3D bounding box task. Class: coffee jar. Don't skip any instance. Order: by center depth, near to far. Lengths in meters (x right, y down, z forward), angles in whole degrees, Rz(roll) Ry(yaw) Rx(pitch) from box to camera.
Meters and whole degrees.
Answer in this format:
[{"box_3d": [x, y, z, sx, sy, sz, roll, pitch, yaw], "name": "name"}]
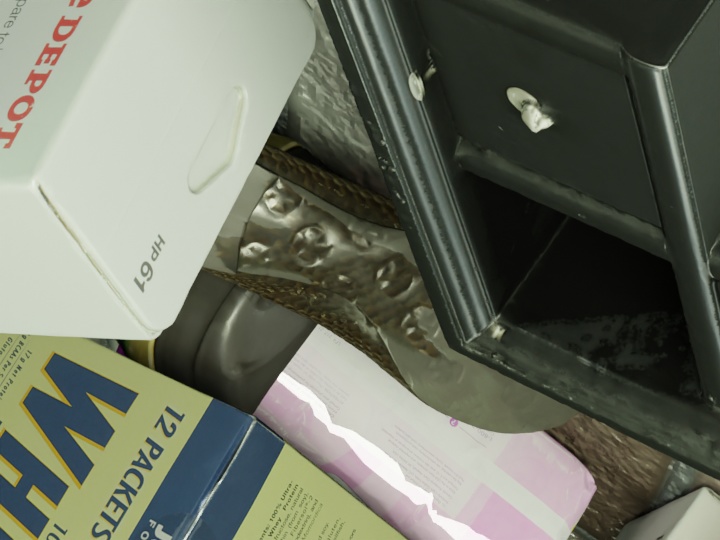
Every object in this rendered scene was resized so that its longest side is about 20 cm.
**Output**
[{"box_3d": [-0.098, -0.032, 1.025, 0.199, 0.105, 0.085, 31, 161, 15], "name": "coffee jar"}]

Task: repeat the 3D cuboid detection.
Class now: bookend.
[{"box_3d": [0.107, -0.025, 0.704, 0.199, 0.092, 0.199, 26, 157, 27], "name": "bookend"}]

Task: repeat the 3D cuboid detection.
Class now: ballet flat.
[{"box_3d": [0.000, 0.000, 0.956, 0.199, 0.068, 0.046, 24, -170, -21], "name": "ballet flat"}]

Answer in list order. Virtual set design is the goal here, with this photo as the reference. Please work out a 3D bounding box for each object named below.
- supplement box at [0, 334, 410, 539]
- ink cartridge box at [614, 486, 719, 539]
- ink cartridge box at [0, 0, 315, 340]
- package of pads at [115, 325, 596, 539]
[{"box_3d": [-0.088, 0.123, 1.033, 0.199, 0.135, 0.200, 21, 166, 40], "name": "supplement box"}, {"box_3d": [0.091, 0.169, 1.004, 0.043, 0.200, 0.174, 38, 160, -1], "name": "ink cartridge box"}, {"box_3d": [-0.134, -0.059, 0.895, 0.199, 0.145, 0.085, 3, 143, 32], "name": "ink cartridge box"}, {"box_3d": [-0.005, 0.064, 1.121, 0.200, 0.076, 0.121, 38, 158, -2], "name": "package of pads"}]
